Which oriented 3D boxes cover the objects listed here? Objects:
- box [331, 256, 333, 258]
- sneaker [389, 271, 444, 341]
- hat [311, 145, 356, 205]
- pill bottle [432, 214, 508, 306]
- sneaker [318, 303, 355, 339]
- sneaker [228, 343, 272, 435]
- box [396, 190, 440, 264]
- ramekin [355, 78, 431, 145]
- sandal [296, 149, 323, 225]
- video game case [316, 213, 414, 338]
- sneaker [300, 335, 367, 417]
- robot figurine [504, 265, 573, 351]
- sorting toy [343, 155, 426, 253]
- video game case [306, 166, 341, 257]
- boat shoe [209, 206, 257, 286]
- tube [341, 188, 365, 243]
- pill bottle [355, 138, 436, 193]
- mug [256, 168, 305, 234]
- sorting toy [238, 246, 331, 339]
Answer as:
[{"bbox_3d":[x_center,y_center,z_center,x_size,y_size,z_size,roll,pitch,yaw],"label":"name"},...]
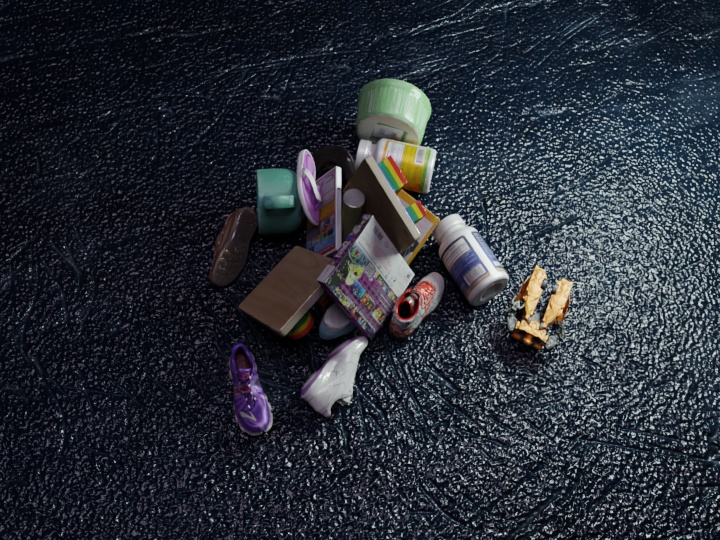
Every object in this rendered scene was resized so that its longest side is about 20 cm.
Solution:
[{"bbox_3d":[0.000,0.000,1.614,0.196,0.039,0.042,25,99,16],"label":"box"},{"bbox_3d":[0.137,0.063,1.561,0.066,0.109,0.202,33,64,16],"label":"sneaker"},{"bbox_3d":[-0.058,-0.204,1.712,0.196,0.080,0.207,-2,86,36],"label":"hat"},{"bbox_3d":[0.252,-0.029,1.616,0.109,0.112,0.203,-23,64,-15],"label":"pill bottle"},{"bbox_3d":[-0.023,0.097,1.562,0.197,0.082,0.075,-20,69,-41],"label":"sneaker"},{"bbox_3d":[-0.243,0.249,1.455,0.079,0.084,0.204,-18,64,-12],"label":"sneaker"},{"bbox_3d":[0.085,-0.075,1.636,0.118,0.041,0.202,39,99,18],"label":"box"},{"bbox_3d":[0.079,-0.385,1.765,0.194,0.201,0.100,11,67,4],"label":"ramekin"},{"bbox_3d":[-0.113,-0.204,1.612,0.049,0.082,0.208,-20,60,20],"label":"sandal"},{"bbox_3d":[0.017,0.015,1.482,0.035,0.201,0.183,15,63,47],"label":"video game case"},{"bbox_3d":[-0.042,0.229,1.495,0.100,0.075,0.200,46,63,-4],"label":"sneaker"},{"bbox_3d":[0.413,0.094,1.586,0.142,0.059,0.202,25,62,12],"label":"robot figurine"},{"bbox_3d":[0.061,-0.142,1.533,0.069,0.199,0.203,-31,87,-20],"label":"sorting toy"},{"bbox_3d":[-0.088,-0.125,1.622,0.017,0.142,0.206,10,70,-32],"label":"video game case"},{"bbox_3d":[-0.309,-0.056,1.638,0.071,0.076,0.204,4,64,43],"label":"boat shoe"},{"bbox_3d":[-0.025,-0.109,1.598,0.057,0.202,0.052,-33,69,-21],"label":"tube"},{"bbox_3d":[0.088,-0.270,1.745,0.194,0.112,0.114,13,60,5],"label":"pill bottle"},{"bbox_3d":[-0.189,-0.155,1.637,0.111,0.155,0.187,-3,39,-10],"label":"mug"},{"bbox_3d":[-0.144,0.057,1.526,0.199,0.070,0.198,-47,34,-17],"label":"sorting toy"}]
